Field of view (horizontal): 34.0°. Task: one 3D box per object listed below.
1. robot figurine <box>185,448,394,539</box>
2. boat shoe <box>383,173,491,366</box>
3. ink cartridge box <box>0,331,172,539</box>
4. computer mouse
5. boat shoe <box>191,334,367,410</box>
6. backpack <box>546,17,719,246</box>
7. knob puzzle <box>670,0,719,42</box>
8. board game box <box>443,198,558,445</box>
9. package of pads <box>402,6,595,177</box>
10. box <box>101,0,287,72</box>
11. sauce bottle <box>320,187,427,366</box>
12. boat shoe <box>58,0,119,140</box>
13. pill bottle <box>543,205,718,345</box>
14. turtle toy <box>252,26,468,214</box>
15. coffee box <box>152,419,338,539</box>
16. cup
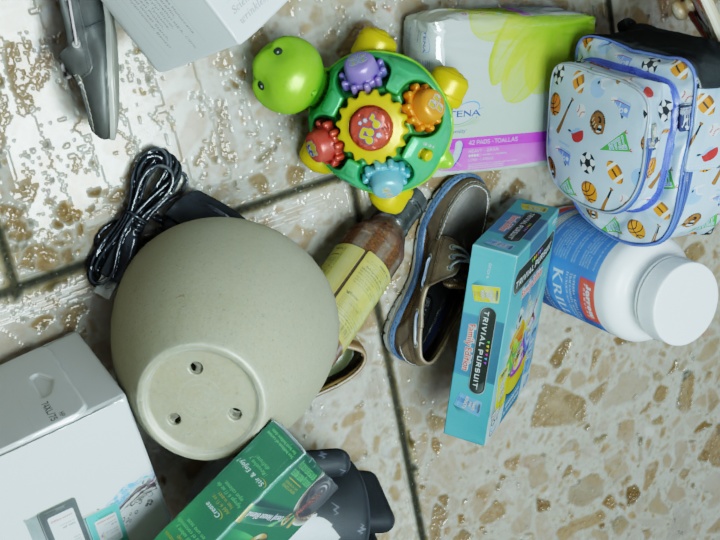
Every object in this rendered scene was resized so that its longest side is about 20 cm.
[{"bbox_3d":[-0.068,0.238,1.122,0.199,0.125,0.152,5,89,-30],"label":"robot figurine"},{"bbox_3d":[0.091,0.003,1.174,0.072,0.072,0.202,16,96,-31],"label":"boat shoe"},{"bbox_3d":[-0.253,0.186,0.987,0.145,0.147,0.201,-24,118,-20],"label":"ink cartridge box"},{"bbox_3d":[-0.134,-0.008,1.061,0.199,0.053,0.139,28,89,-31],"label":"computer mouse"},{"bbox_3d":[-0.084,0.100,1.105,0.199,0.074,0.076,-24,114,-21],"label":"boat shoe"},{"bbox_3d":[0.267,-0.119,1.100,0.153,0.200,0.192,-17,117,-20],"label":"backpack"},{"bbox_3d":[0.298,-0.278,1.121,0.030,0.220,0.220,-28,120,13],"label":"knob puzzle"},{"bbox_3d":[0.141,0.048,1.162,0.151,0.047,0.202,-40,141,-59],"label":"board game box"},{"bbox_3d":[0.135,-0.179,1.150,0.199,0.068,0.156,-9,108,-27],"label":"package of pads"},{"bbox_3d":[-0.123,-0.295,0.894,0.199,0.130,0.200,-49,115,-26],"label":"box"},{"bbox_3d":[0.000,0.000,1.104,0.200,0.066,0.066,-53,123,-28],"label":"sauce bottle"},{"bbox_3d":[-0.228,-0.206,0.953,0.056,0.067,0.202,-3,101,-8],"label":"boat shoe"},{"bbox_3d":[0.262,0.007,1.194,0.111,0.200,0.113,-8,107,-26],"label":"pill bottle"},{"bbox_3d":[-0.005,-0.141,1.048,0.199,0.101,0.147,29,105,3],"label":"turtle toy"},{"bbox_3d":[-0.111,0.218,0.936,0.200,0.044,0.123,-44,155,-9],"label":"coffee box"},{"bbox_3d":[-0.119,0.074,0.964,0.198,0.143,0.202,1,111,1],"label":"cup"}]
